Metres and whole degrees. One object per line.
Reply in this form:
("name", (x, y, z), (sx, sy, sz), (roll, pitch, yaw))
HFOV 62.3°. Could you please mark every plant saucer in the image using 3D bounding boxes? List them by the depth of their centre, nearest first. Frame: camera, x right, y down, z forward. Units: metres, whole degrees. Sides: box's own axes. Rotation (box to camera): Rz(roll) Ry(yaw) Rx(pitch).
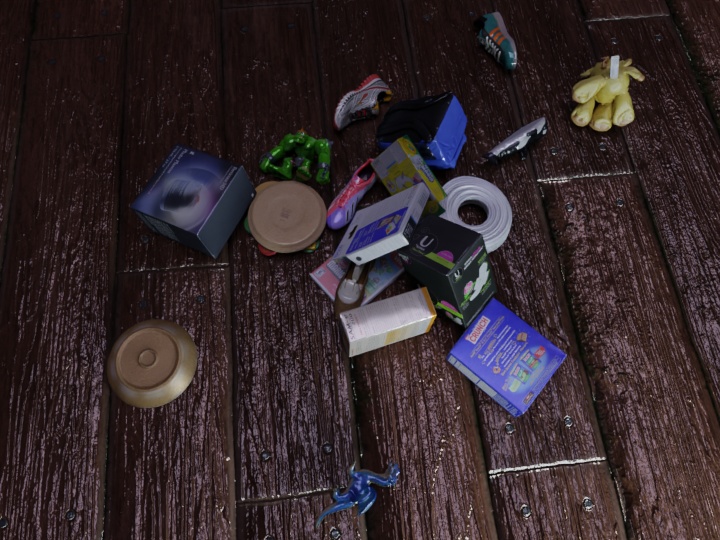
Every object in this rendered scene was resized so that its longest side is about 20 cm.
("plant saucer", (-0.463, 0.198, 1.311), (0.198, 0.035, 0.202), (0, 68, -1))

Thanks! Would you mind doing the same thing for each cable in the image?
("cable", (0.270, -0.135, 1.451), (0.198, 0.069, 0.201), (-8, 68, -5))

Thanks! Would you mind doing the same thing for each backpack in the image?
("backpack", (0.147, -0.328, 1.480), (0.199, 0.168, 0.163), (8, 59, 37))

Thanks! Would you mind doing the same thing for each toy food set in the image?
("toy food set", (-0.181, -0.128, 1.446), (0.198, 0.049, 0.199), (6, 68, 0))

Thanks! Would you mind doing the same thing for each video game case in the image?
("video game case", (0.000, 0.000, 1.415), (0.200, 0.017, 0.143), (-40, 73, -16))

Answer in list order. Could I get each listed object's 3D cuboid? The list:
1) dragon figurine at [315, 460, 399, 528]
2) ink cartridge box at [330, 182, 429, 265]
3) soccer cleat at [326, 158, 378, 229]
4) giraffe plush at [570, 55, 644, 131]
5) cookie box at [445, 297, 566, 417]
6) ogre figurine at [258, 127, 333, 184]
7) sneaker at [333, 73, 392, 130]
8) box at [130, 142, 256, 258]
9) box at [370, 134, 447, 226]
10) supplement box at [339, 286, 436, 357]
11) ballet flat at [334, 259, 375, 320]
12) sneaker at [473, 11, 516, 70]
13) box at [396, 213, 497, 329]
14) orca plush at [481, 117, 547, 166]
("dragon figurine", (-0.002, 0.457, 1.204), (0.099, 0.059, 0.200), (35, 70, 13))
("ink cartridge box", (0.046, -0.099, 1.343), (0.043, 0.199, 0.199), (52, 40, -24))
("soccer cleat", (-0.021, -0.189, 1.460), (0.066, 0.077, 0.200), (32, 69, 13))
("giraffe plush", (0.647, -0.491, 1.575), (0.171, 0.201, 0.163), (15, 39, 8))
("cookie box", (0.318, 0.190, 1.315), (0.200, 0.075, 0.171), (40, 72, 13))
("ogre figurine", (-0.151, -0.283, 1.487), (0.199, 0.098, 0.121), (4, 64, 43))
("sneaker", (0.004, -0.434, 1.562), (0.082, 0.078, 0.200), (41, 72, 13))
("box", (-0.387, -0.167, 1.400), (0.197, 0.123, 0.201), (21, 69, 17))
("box", (0.121, -0.205, 1.414), (0.048, 0.117, 0.201), (-33, 91, -39))
("supplement box", (0.056, 0.114, 1.311), (0.199, 0.126, 0.074), (-17, 70, -9))
("ballet flat", (-0.011, 0.018, 1.359), (0.067, 0.072, 0.201), (21, 69, 8))
("sneaker", (0.374, -0.634, 1.664), (0.079, 0.072, 0.201), (-14, 64, -2))
("box", (0.191, 0.002, 1.300), (0.148, 0.201, 0.124), (28, 66, 38))
("orca plush", (0.410, -0.313, 1.528), (0.200, 0.105, 0.071), (-39, 108, -27))
